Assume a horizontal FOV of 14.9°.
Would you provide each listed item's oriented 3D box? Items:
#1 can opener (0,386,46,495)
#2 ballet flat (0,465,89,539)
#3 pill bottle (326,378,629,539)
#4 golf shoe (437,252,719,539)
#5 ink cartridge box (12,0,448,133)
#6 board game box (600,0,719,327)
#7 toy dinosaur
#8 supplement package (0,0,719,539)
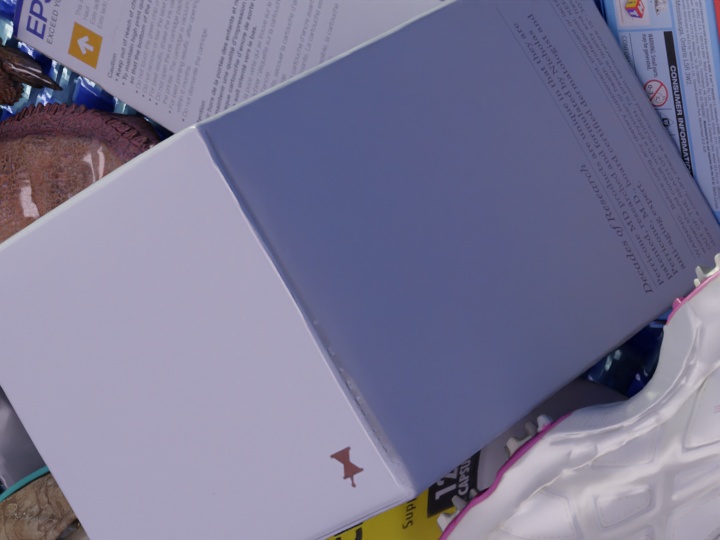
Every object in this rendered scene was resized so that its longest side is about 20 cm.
[{"bbox_3d":[-0.176,0.021,1.112,0.067,0.053,0.200,-29,88,7],"label":"can opener"},{"bbox_3d":[-0.069,0.082,1.007,0.200,0.070,0.065,-39,55,46],"label":"ballet flat"},{"bbox_3d":[0.018,0.119,0.933,0.200,0.112,0.112,-29,88,39],"label":"pill bottle"},{"bbox_3d":[0.093,0.067,0.764,0.200,0.075,0.092,-45,69,28],"label":"golf shoe"},{"bbox_3d":[-0.018,-0.124,0.939,0.200,0.043,0.197,32,124,24],"label":"ink cartridge box"},{"bbox_3d":[0.170,-0.058,0.829,0.200,0.037,0.152,0,107,36],"label":"board game box"},{"bbox_3d":[-0.113,-0.034,1.017,0.200,0.086,0.136,5,103,30],"label":"toy dinosaur"},{"bbox_3d":[0.000,0.000,0.820,0.117,0.200,0.117,-28,92,38],"label":"supplement package"}]
